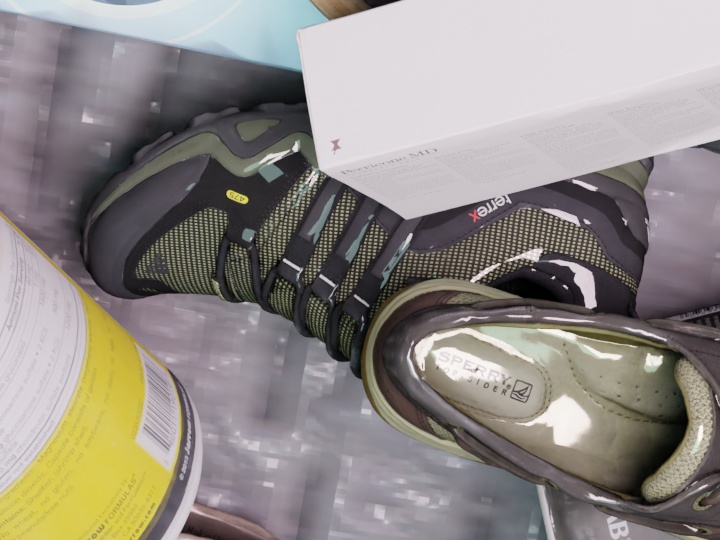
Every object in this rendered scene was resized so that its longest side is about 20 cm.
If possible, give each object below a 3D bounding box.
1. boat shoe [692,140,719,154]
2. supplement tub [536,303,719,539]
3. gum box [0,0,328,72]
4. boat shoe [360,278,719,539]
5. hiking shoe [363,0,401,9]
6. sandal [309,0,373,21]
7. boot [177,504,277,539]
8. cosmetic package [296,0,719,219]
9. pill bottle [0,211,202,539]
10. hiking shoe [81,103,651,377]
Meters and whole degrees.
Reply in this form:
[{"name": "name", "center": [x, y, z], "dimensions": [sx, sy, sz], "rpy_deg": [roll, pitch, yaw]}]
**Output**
[{"name": "boat shoe", "center": [0.132, -0.066, 0.949], "dimensions": [0.199, 0.075, 0.066], "rpy_deg": [17, 138, -9]}, {"name": "supplement tub", "center": [0.163, 0.065, 0.964], "dimensions": [0.199, 0.123, 0.123], "rpy_deg": [-14, 109, 5]}, {"name": "gum box", "center": [-0.072, -0.165, 0.926], "dimensions": [0.199, 0.045, 0.171], "rpy_deg": [11, 109, -4]}, {"name": "boat shoe", "center": [0.098, 0.051, 0.868], "dimensions": [0.200, 0.066, 0.072], "rpy_deg": [15, 94, -3]}, {"name": "hiking shoe", "center": [0.075, -0.154, 0.882], "dimensions": [0.200, 0.076, 0.101], "rpy_deg": [-22, 93, -31]}, {"name": "sandal", "center": [-0.074, -0.126, 0.875], "dimensions": [0.070, 0.078, 0.212], "rpy_deg": [-43, 109, 7]}, {"name": "boot", "center": [-0.063, 0.164, 1.027], "dimensions": [0.199, 0.070, 0.147], "rpy_deg": [24, 103, -12]}, {"name": "cosmetic package", "center": [0.089, -0.069, 0.838], "dimensions": [0.199, 0.083, 0.051], "rpy_deg": [-14, 78, 17]}, {"name": "pill bottle", "center": [-0.147, 0.029, 0.903], "dimensions": [0.112, 0.112, 0.200], "rpy_deg": [-33, 133, 11]}, {"name": "hiking shoe", "center": [0.000, 0.000, 0.934], "dimensions": [0.199, 0.076, 0.101], "rpy_deg": [-7, 65, 12]}]
